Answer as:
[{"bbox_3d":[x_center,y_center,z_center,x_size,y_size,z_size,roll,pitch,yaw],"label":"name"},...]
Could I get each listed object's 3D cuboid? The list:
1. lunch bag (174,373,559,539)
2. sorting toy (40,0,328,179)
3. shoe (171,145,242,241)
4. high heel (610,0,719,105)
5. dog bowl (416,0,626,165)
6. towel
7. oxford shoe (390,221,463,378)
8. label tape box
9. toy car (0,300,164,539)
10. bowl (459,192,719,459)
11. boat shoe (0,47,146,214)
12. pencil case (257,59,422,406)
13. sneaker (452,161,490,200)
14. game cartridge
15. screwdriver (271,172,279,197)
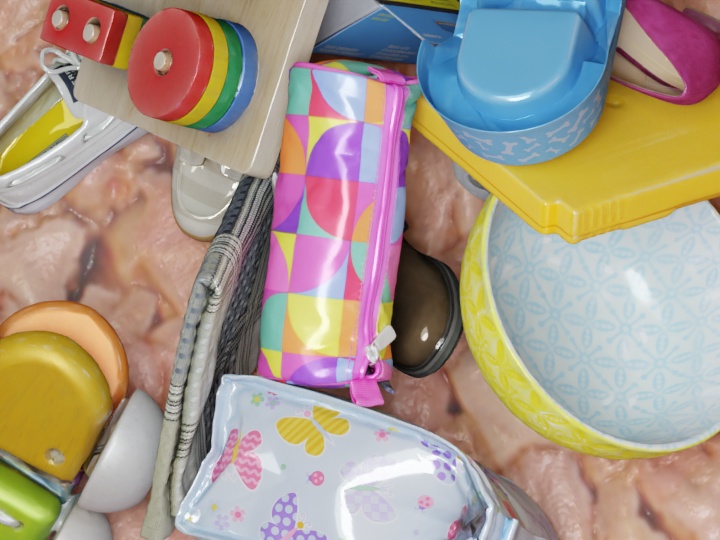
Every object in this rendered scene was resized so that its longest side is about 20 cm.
[{"bbox_3d":[0.014,0.151,1.585,0.199,0.170,0.128,13,81,21],"label":"lunch bag"},{"bbox_3d":[-0.109,-0.182,1.619,0.199,0.069,0.201,25,99,47],"label":"sorting toy"},{"bbox_3d":[-0.087,-0.118,1.762,0.070,0.053,0.201,13,79,22],"label":"shoe"},{"bbox_3d":[0.126,-0.155,1.570,0.199,0.096,0.068,18,115,17],"label":"high heel"},{"bbox_3d":[0.101,-0.146,1.523,0.111,0.050,0.200,3,56,17],"label":"dog bowl"},{"bbox_3d":[-0.085,0.045,1.613,0.034,0.193,0.200,15,120,2],"label":"towel"},{"bbox_3d":[0.000,0.000,1.638,0.073,0.084,0.200,-55,37,12],"label":"oxford shoe"},{"bbox_3d":[-0.001,-0.181,1.693,0.200,0.144,0.063,47,114,25],"label":"label tape box"},{"bbox_3d":[-0.219,0.107,1.693,0.175,0.150,0.200,28,116,-4],"label":"toy car"},{"bbox_3d":[0.134,0.031,1.599,0.108,0.200,0.201,-37,56,54],"label":"bowl"},{"bbox_3d":[-0.188,-0.125,1.781,0.202,0.086,0.075,-39,66,6],"label":"boat shoe"},{"bbox_3d":[-0.010,-0.024,1.546,0.088,0.088,0.201,4,92,21],"label":"pencil case"},{"bbox_3d":[0.159,-0.100,1.660,0.199,0.078,0.100,1,60,12],"label":"sneaker"},{"bbox_3d":[0.151,-0.088,1.568,0.200,0.033,0.176,-18,39,-25],"label":"game cartridge"},{"bbox_3d":[-0.042,0.000,1.639,0.029,0.200,0.028,37,66,19],"label":"screwdriver"}]
